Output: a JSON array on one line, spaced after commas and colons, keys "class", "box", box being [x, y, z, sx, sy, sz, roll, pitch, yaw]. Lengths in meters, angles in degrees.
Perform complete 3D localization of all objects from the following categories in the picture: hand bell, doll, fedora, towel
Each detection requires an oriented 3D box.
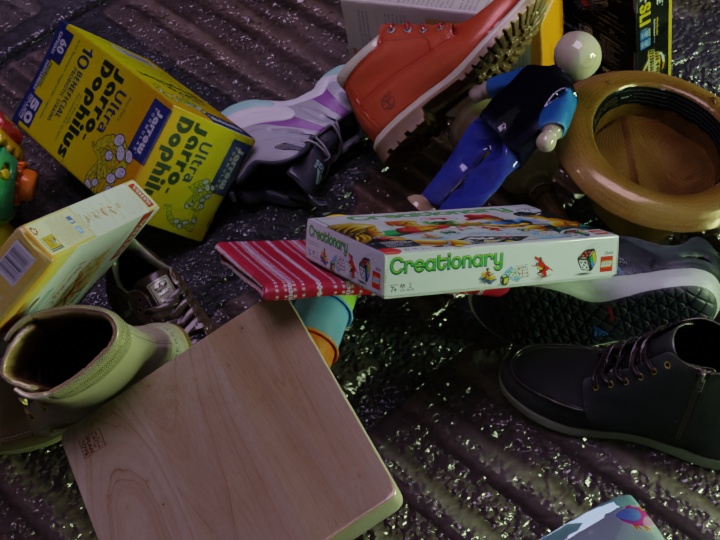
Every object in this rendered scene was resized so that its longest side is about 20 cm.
[{"class": "hand bell", "box": [0.159, -0.058, 1.166, 0.103, 0.105, 0.201, -18, 57, -7]}, {"class": "doll", "box": [0.121, -0.118, 1.122, 0.200, 0.048, 0.137, -49, 34, 10]}, {"class": "fedora", "box": [0.244, -0.085, 1.149, 0.198, 0.082, 0.202, 5, 45, -5]}, {"class": "towel", "box": [0.000, 0.000, 1.047, 0.198, 0.023, 0.144, -2, 13, -21]}]

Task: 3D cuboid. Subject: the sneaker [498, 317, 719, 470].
[{"class": "sneaker", "box": [0.195, 0.069, 0.998, 0.198, 0.107, 0.075, 12, 49, 22]}]

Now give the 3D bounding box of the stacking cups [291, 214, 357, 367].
[{"class": "stacking cups", "box": [-0.032, 0.048, 1.106, 0.060, 0.061, 0.202, 4, 50, 15]}]

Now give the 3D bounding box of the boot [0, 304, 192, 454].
[{"class": "boot", "box": [-0.239, 0.083, 1.020, 0.198, 0.155, 0.074, -19, 78, 11]}]

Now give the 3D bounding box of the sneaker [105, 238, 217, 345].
[{"class": "sneaker", "box": [-0.160, 0.043, 1.117, 0.070, 0.076, 0.200, -32, 47, -20]}]

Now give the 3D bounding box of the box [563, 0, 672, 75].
[{"class": "box", "box": [0.214, -0.276, 1.303, 0.049, 0.161, 0.200, -29, 46, -19]}]

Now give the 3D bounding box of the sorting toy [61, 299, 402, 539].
[{"class": "sorting toy", "box": [-0.087, 0.150, 0.966, 0.198, 0.070, 0.201, -33, 51, 0]}]

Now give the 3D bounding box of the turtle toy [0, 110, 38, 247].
[{"class": "turtle toy", "box": [-0.367, -0.115, 1.255, 0.101, 0.146, 0.200, -40, 48, -1]}]

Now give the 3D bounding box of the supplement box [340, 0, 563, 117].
[{"class": "supplement box", "box": [0.090, -0.216, 1.291, 0.198, 0.127, 0.074, 11, 48, 20]}]

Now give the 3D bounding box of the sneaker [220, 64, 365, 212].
[{"class": "sneaker", "box": [-0.034, -0.109, 1.253, 0.198, 0.078, 0.141, -20, 46, 4]}]

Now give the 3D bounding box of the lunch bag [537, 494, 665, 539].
[{"class": "lunch bag", "box": [0.121, 0.259, 0.815, 0.198, 0.123, 0.171, -25, 47, -2]}]

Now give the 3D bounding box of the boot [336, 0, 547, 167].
[{"class": "boot", "box": [0.068, -0.196, 1.196, 0.199, 0.075, 0.108, -39, 72, 14]}]

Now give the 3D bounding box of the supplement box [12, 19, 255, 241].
[{"class": "supplement box", "box": [-0.210, -0.129, 1.246, 0.200, 0.109, 0.110, 37, 102, 38]}]

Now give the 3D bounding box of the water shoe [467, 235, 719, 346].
[{"class": "water shoe", "box": [0.186, 0.015, 1.080, 0.197, 0.072, 0.079, 0, 38, 18]}]

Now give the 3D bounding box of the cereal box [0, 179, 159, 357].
[{"class": "cereal box", "box": [-0.243, 0.007, 1.043, 0.040, 0.144, 0.200, 44, 20, 2]}]

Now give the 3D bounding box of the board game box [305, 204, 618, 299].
[{"class": "board game box", "box": [0.074, -0.017, 1.008, 0.198, 0.035, 0.126, -5, 15, -27]}]
